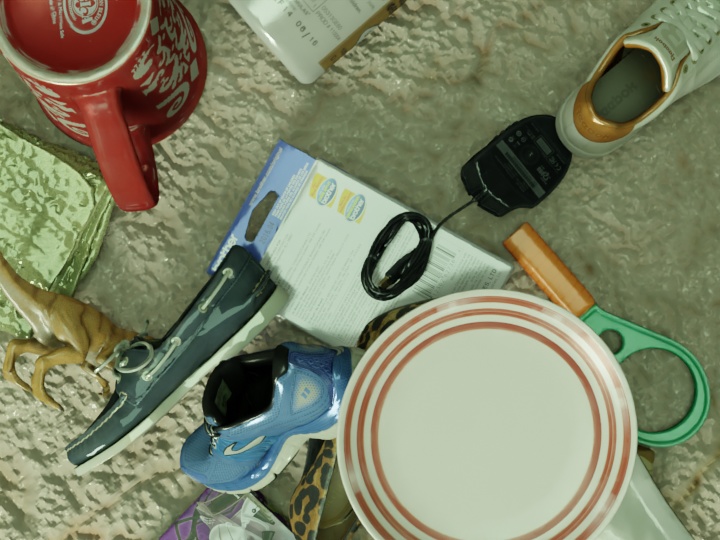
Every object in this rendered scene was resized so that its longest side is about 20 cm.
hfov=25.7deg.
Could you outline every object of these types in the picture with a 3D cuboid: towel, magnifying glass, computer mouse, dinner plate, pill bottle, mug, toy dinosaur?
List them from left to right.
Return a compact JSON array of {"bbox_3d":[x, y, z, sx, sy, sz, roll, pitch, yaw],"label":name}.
[{"bbox_3d":[-0.292,-0.047,1.189,0.200,0.036,0.149,26,93,0],"label":"towel"},{"bbox_3d":[-0.226,0.040,1.164,0.200,0.060,0.106,34,81,-25],"label":"toy dinosaur"},{"bbox_3d":[-0.169,-0.147,1.091,0.133,0.200,0.178,-40,86,-3],"label":"mug"},{"bbox_3d":[-0.002,-0.239,1.128,0.200,0.114,0.114,-41,88,4],"label":"pill bottle"},{"bbox_3d":[0.077,-0.045,1.144,0.200,0.034,0.059,-37,91,-16],"label":"computer mouse"},{"bbox_3d":[0.084,0.110,1.047,0.200,0.024,0.201,0,96,-1],"label":"dinner plate"},{"bbox_3d":[0.180,0.047,1.169,0.080,0.022,0.200,-41,88,4],"label":"magnifying glass"}]

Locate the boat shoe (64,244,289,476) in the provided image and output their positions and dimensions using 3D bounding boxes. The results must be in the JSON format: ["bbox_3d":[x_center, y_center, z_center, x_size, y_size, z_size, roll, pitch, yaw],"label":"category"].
[{"bbox_3d":[-0.141,0.065,1.127,0.200,0.075,0.062,-42,98,5],"label":"boat shoe"}]

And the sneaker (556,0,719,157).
[{"bbox_3d":[0.227,-0.159,1.116,0.073,0.085,0.200,43,82,1],"label":"sneaker"}]

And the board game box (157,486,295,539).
[{"bbox_3d":[-0.068,0.258,1.187,0.200,0.032,0.120,43,98,2],"label":"board game box"}]

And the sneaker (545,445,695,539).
[{"bbox_3d":[0.182,0.193,1.093,0.085,0.073,0.200,-33,86,-9],"label":"sneaker"}]

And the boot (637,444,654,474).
[{"bbox_3d":[0.114,0.202,1.150,0.200,0.073,0.156,1,91,-6],"label":"boot"}]

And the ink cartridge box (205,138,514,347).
[{"bbox_3d":[0.000,0.000,1.170,0.200,0.042,0.119,29,94,0],"label":"ink cartridge box"}]

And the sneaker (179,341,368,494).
[{"bbox_3d":[-0.079,0.095,1.107,0.089,0.200,0.079,20,53,-27],"label":"sneaker"}]

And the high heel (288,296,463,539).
[{"bbox_3d":[0.017,0.113,1.083,0.071,0.143,0.200,24,135,-20],"label":"high heel"}]
